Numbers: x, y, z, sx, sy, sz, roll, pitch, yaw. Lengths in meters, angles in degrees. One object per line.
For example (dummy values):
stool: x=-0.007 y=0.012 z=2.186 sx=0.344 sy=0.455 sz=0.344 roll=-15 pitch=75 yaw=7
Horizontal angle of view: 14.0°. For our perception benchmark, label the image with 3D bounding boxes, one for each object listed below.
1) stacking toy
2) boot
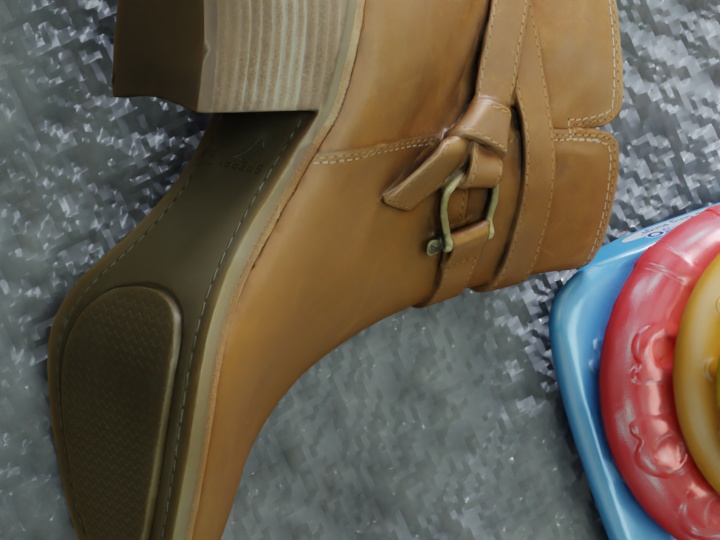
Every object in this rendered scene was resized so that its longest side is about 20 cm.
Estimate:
stacking toy: x=0.145 y=0.031 z=0.803 sx=0.116 sy=0.200 sz=0.110 roll=-19 pitch=95 yaw=-21
boot: x=0.000 y=0.000 z=0.822 sx=0.154 sy=0.074 sz=0.201 roll=-2 pitch=112 yaw=-38
